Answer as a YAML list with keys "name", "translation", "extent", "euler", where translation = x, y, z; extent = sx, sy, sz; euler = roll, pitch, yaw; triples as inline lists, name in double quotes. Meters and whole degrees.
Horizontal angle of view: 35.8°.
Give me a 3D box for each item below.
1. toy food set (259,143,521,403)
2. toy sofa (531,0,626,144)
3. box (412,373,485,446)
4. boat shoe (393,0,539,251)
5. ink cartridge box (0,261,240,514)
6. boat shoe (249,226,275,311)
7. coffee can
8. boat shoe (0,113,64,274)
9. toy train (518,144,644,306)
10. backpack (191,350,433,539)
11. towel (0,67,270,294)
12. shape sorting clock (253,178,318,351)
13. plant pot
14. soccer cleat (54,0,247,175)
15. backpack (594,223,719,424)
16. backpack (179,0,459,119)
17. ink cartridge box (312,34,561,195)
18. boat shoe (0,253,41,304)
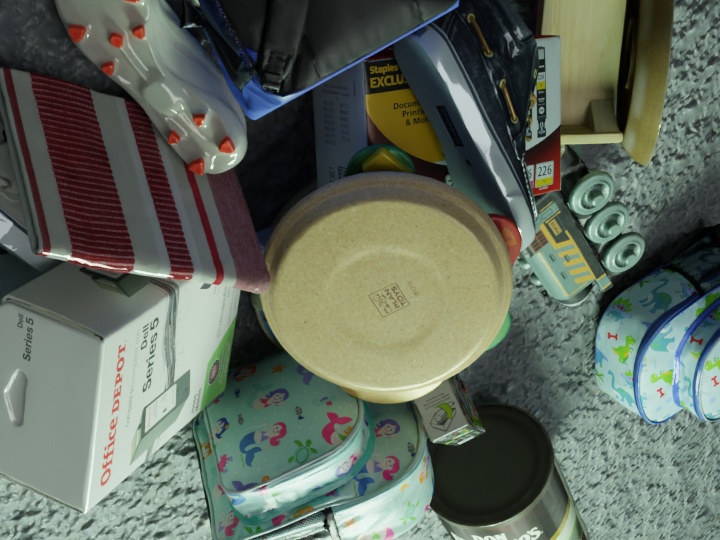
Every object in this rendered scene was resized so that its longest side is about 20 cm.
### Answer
- name: "toy food set"
  translation: [0.023, 0.010, 0.842]
  extent: [0.200, 0.049, 0.198]
  euler: [40, 114, -21]
- name: "toy sofa"
  translation: [0.186, -0.217, 0.977]
  extent: [0.082, 0.098, 0.202]
  euler: [-3, 115, -8]
- name: "box"
  translation: [0.069, 0.101, 1.013]
  extent: [0.034, 0.111, 0.200]
  euler: [-25, 167, 6]
- name: "boat shoe"
  translation: [0.106, -0.115, 0.843]
  extent: [0.091, 0.071, 0.201]
  euler: [-38, 118, -18]
- name: "ink cartridge box"
  translation: [-0.170, 0.057, 0.812]
  extent: [0.200, 0.083, 0.147]
  euler: [-43, 149, -59]
- name: "boat shoe"
  translation: [0.000, 0.000, 0.931]
  extent: [0.198, 0.072, 0.063]
  euler: [2, 124, -17]
- name: "coffee can"
  translation: [0.163, 0.262, 1.226]
  extent: [0.146, 0.146, 0.201]
  euler: [-39, 135, -10]
- name: "boat shoe"
  translation: [-0.249, -0.077, 0.747]
  extent: [0.086, 0.074, 0.202]
  euler: [-52, 129, -12]
- name: "toy train"
  translation: [0.196, -0.042, 1.074]
  extent: [0.114, 0.085, 0.200]
  euler: [-37, 137, 5]
- name: "backpack"
  translation: [-0.040, 0.157, 0.960]
  extent: [0.198, 0.178, 0.152]
  euler: [-14, 131, -7]
- name: "towel"
  translation: [-0.153, -0.057, 0.765]
  extent: [0.023, 0.145, 0.199]
  euler: [-35, 153, 30]
- name: "shape sorting clock"
  translation: [-0.003, -0.002, 0.985]
  extent: [0.198, 0.039, 0.202]
  euler: [-12, 124, -18]
- name: "plant pot"
  translation: [0.253, -0.196, 1.000]
  extent: [0.027, 0.201, 0.202]
  euler: [5, 123, 6]
- name: "soccer cleat"
  translation: [-0.147, -0.155, 0.778]
  extent: [0.069, 0.078, 0.201]
  euler: [-26, 117, 16]
- name: "backpack"
  translation: [0.376, 0.081, 1.276]
  extent: [0.199, 0.147, 0.184]
  euler: [-26, 129, -18]
- name: "backpack"
  translation: [-0.061, -0.219, 0.731]
  extent: [0.162, 0.168, 0.201]
  euler: [-32, 100, -19]
- name: "ink cartridge box"
  translation: [0.063, -0.140, 0.904]
  extent: [0.198, 0.084, 0.178]
  euler: [-14, 110, -31]
- name: "boat shoe"
  translation: [-0.286, 0.054, 0.801]
  extent: [0.199, 0.072, 0.068]
  euler: [-35, 169, -33]
